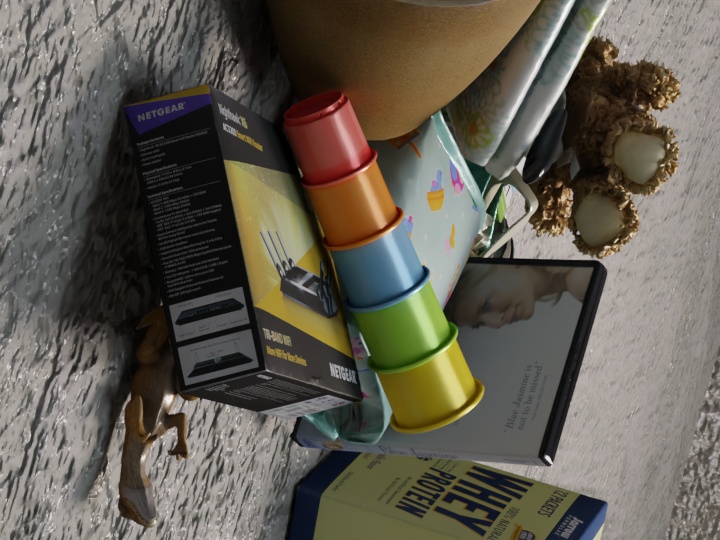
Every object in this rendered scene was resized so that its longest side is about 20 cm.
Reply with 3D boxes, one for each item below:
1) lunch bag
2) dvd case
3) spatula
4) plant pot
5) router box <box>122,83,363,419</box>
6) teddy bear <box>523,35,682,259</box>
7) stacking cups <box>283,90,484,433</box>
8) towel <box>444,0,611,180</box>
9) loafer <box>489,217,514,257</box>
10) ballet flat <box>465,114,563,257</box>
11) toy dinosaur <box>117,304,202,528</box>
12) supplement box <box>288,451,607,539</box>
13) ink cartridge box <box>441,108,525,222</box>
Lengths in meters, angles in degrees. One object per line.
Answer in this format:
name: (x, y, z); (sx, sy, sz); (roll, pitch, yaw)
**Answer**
lunch bag: (0.000, 0.000, 1.712); (0.200, 0.122, 0.171); (64, 43, -59)
dvd case: (0.057, 0.056, 1.781); (0.018, 0.200, 0.143); (43, 58, -47)
spatula: (0.119, -0.106, 1.681); (0.056, 0.021, 0.200); (-40, -161, 29)
plant pot: (0.019, -0.169, 1.555); (0.200, 0.186, 0.187); (108, 7, -58)
router box: (-0.061, -0.005, 1.494); (0.200, 0.052, 0.158); (24, 52, -74)
teddy bear: (0.165, -0.082, 1.829); (0.145, 0.067, 0.200); (-71, -160, 5)
stacking cups: (0.009, -0.004, 1.552); (0.061, 0.060, 0.200); (-53, 126, -51)
towel: (0.098, -0.179, 1.624); (0.200, 0.048, 0.171); (-63, -151, 33)
loafer: (0.064, -0.004, 2.021); (0.200, 0.072, 0.063); (-51, 146, -50)
ballet flat: (0.096, -0.075, 1.818); (0.067, 0.070, 0.200); (-43, 161, -59)
toy dinosaur: (-0.107, 0.043, 1.541); (0.201, 0.060, 0.106); (-70, -168, -17)
supplement box: (0.053, 0.251, 1.982); (0.134, 0.199, 0.201); (-39, 142, -64)
ink cartridge box: (0.096, -0.161, 1.954); (0.148, 0.076, 0.200); (73, 38, -63)
